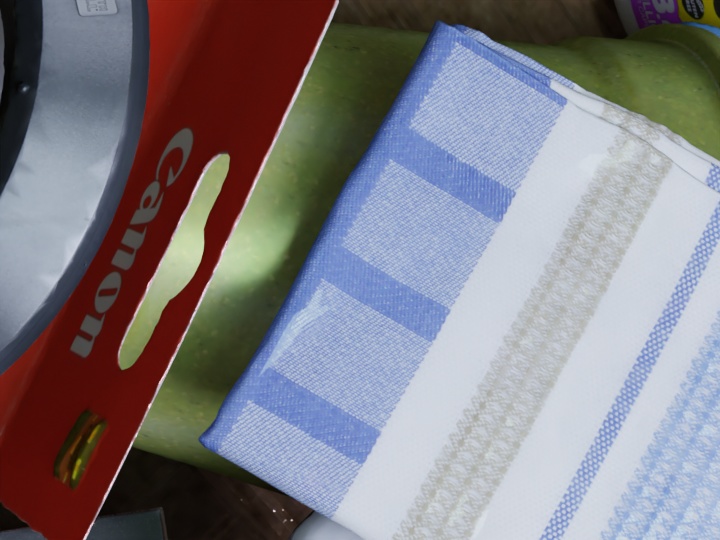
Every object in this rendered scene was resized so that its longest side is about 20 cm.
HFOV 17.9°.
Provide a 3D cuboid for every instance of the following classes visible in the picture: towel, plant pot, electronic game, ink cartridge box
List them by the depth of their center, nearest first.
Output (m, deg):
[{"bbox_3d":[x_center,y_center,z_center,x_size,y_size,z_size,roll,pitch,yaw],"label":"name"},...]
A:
[{"bbox_3d":[-0.147,-0.047,0.626,0.042,0.200,0.200,27,87,-62],"label":"electronic game"},{"bbox_3d":[0.076,0.036,0.629,0.200,0.024,0.147,29,76,-2],"label":"towel"},{"bbox_3d":[-0.102,-0.025,0.638,0.047,0.200,0.160,27,87,-33],"label":"ink cartridge box"},{"bbox_3d":[0.000,0.000,0.720,0.184,0.200,0.201,12,95,-18],"label":"plant pot"}]

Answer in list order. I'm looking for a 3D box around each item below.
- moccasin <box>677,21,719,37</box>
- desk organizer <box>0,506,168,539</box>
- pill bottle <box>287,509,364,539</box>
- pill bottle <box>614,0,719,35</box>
[{"bbox_3d":[0.145,-0.004,0.821,0.068,0.080,0.200,-49,135,-15],"label":"moccasin"},{"bbox_3d":[-0.157,0.132,0.712,0.200,0.077,0.072,-7,71,-11],"label":"desk organizer"},{"bbox_3d":[0.001,0.159,0.687,0.106,0.106,0.200,-8,142,-27],"label":"pill bottle"},{"bbox_3d":[0.180,-0.106,0.769,0.104,0.200,0.104,-4,97,-30],"label":"pill bottle"}]
